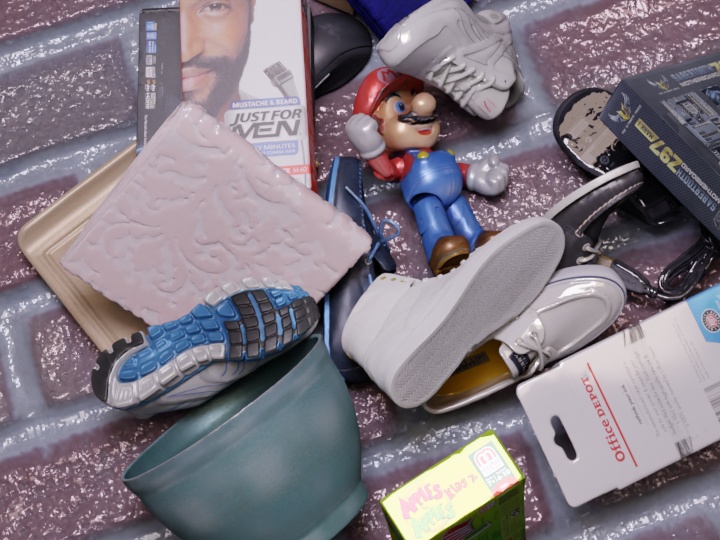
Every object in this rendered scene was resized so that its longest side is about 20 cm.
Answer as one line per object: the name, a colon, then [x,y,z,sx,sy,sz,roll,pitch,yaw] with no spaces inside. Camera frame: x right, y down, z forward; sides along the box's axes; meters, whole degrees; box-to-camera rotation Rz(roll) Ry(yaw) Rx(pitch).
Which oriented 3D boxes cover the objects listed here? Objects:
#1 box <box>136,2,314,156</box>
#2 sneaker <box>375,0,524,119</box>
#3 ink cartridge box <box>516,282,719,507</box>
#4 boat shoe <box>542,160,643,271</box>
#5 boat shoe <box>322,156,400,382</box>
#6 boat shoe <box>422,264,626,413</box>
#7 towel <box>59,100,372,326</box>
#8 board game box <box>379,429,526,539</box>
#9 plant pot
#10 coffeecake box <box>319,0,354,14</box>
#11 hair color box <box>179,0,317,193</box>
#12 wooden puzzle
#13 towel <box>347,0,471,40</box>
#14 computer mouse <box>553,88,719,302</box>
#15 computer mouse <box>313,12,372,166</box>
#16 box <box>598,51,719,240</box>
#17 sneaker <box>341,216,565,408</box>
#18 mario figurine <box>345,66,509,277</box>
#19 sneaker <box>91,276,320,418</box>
box: [-0.120,-0.139,1.576,0.159,0.044,0.202,-1,74,3]
sneaker: [0.092,-0.182,1.548,0.078,0.199,0.100,-36,73,33]
ink cartridge box: [0.235,0.105,1.456,0.199,0.067,0.117,-25,85,-4]
boat shoe: [0.169,-0.019,1.494,0.200,0.074,0.061,-37,77,23]
boat shoe: [0.000,0.000,1.543,0.068,0.084,0.202,0,84,-2]
boat shoe: [0.134,0.064,1.466,0.199,0.071,0.070,-24,25,13]
towel: [-0.122,-0.021,1.476,0.199,0.032,0.191,35,116,-18]
board game box: [0.077,0.198,1.378,0.101,0.200,0.048,-31,68,-7]
plant pot: [-0.077,0.165,1.428,0.200,0.200,0.135,-35,96,-9]
coffeecake box: [-0.028,-0.370,1.685,0.153,0.073,0.201,25,73,19]
hair color box: [-0.098,-0.152,1.523,0.110,0.064,0.202,-5,73,3]
wooden puzzle: [-0.183,-0.010,1.582,0.185,0.037,0.200,-38,74,-10]
towel: [0.058,-0.307,1.633,0.201,0.148,0.049,-54,30,-17]
computer mouse: [0.238,-0.059,1.547,0.199,0.046,0.141,36,81,13]
computer mouse: [-0.064,-0.159,1.620,0.199,0.046,0.141,-30,67,-7]
box: [0.323,-0.115,1.503,0.199,0.051,0.158,-19,59,-42]
sneaker: [0.069,0.013,1.460,0.200,0.074,0.115,-42,38,-9]
mario figurine: [0.062,-0.100,1.547,0.106,0.123,0.201,-31,72,10]
sneaker: [-0.124,0.070,1.483,0.199,0.087,0.075,-21,61,6]
